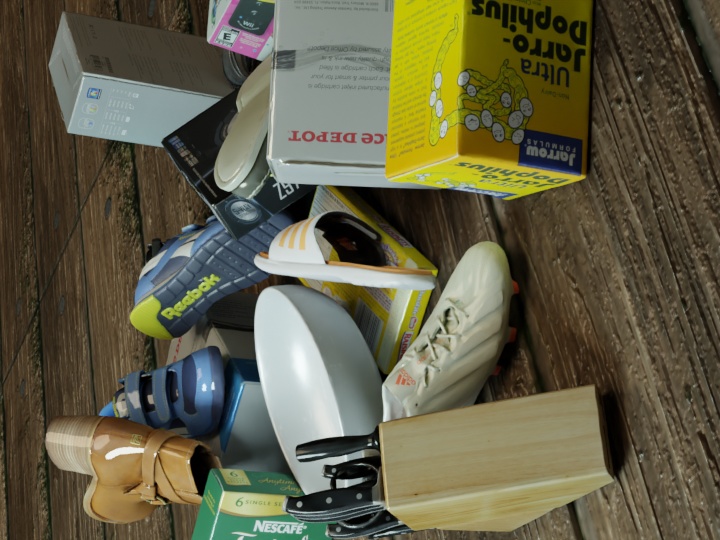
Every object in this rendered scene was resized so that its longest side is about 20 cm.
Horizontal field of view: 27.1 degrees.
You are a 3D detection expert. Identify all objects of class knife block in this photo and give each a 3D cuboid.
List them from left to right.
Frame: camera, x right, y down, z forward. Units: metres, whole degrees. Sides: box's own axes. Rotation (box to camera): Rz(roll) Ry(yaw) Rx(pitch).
[{"bbox_3d":[0.050,0.134,1.018,0.200,0.175,0.064,-41,48,54],"label":"knife block"}]

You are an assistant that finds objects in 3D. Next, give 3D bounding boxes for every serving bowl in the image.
[{"bbox_3d":[-0.026,0.103,1.283,0.200,0.066,0.200,50,148,47],"label":"serving bowl"}]

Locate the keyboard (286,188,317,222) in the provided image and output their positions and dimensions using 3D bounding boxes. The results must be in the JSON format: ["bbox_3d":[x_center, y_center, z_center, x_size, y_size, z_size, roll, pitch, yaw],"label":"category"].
[{"bbox_3d":[-0.065,-0.078,1.477,0.200,0.040,0.104,22,107,52],"label":"keyboard"}]

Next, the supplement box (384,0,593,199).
[{"bbox_3d":[0.094,-0.162,1.081,0.109,0.109,0.201,-13,72,63],"label":"supplement box"}]

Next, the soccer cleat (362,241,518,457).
[{"bbox_3d":[0.060,0.071,1.126,0.069,0.077,0.200,49,127,58],"label":"soccer cleat"}]

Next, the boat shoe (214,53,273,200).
[{"bbox_3d":[-0.078,-0.121,1.300,0.072,0.060,0.202,-37,24,28],"label":"boat shoe"}]

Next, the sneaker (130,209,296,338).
[{"bbox_3d":[-0.147,-0.015,1.457,0.200,0.074,0.082,-32,36,23],"label":"sneaker"}]

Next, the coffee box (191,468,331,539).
[{"bbox_3d":[-0.099,0.278,1.358,0.044,0.123,0.200,49,126,59],"label":"coffee box"}]

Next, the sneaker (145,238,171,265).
[{"bbox_3d":[-0.175,-0.017,1.621,0.200,0.099,0.071,-48,40,49],"label":"sneaker"}]

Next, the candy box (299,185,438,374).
[{"bbox_3d":[0.000,0.000,1.315,0.200,0.026,0.102,46,123,53],"label":"candy box"}]

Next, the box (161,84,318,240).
[{"bbox_3d":[-0.092,-0.121,1.423,0.044,0.160,0.200,59,174,-31],"label":"box"}]

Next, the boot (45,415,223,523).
[{"bbox_3d":[-0.190,0.196,1.416,0.200,0.155,0.077,68,-146,-51],"label":"boot"}]

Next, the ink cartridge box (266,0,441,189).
[{"bbox_3d":[0.003,-0.170,1.213,0.083,0.145,0.201,88,-176,-80],"label":"ink cartridge box"}]

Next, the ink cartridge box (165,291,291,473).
[{"bbox_3d":[-0.128,0.126,1.501,0.200,0.084,0.145,52,130,55],"label":"ink cartridge box"}]

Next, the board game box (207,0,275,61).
[{"bbox_3d":[-0.034,-0.263,1.326,0.200,0.147,0.064,128,151,-48],"label":"board game box"}]

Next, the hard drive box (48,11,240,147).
[{"bbox_3d":[-0.237,-0.210,1.684,0.156,0.200,0.077,-116,40,-50],"label":"hard drive box"}]

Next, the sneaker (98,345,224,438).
[{"bbox_3d":[-0.189,0.128,1.436,0.200,0.082,0.074,-41,47,52],"label":"sneaker"}]

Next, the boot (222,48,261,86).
[{"bbox_3d":[-0.112,-0.299,1.606,0.132,0.070,0.200,-159,82,-69],"label":"boot"}]

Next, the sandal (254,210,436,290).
[{"bbox_3d":[-0.007,-0.019,1.238,0.206,0.079,0.059,6,90,51],"label":"sandal"}]
